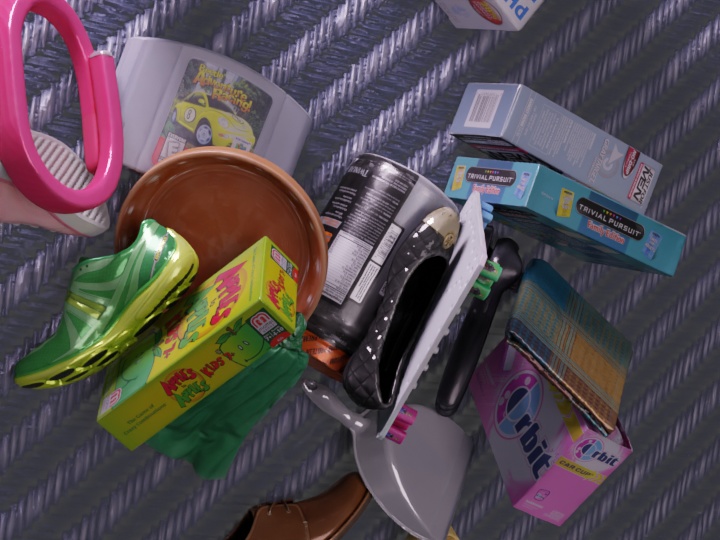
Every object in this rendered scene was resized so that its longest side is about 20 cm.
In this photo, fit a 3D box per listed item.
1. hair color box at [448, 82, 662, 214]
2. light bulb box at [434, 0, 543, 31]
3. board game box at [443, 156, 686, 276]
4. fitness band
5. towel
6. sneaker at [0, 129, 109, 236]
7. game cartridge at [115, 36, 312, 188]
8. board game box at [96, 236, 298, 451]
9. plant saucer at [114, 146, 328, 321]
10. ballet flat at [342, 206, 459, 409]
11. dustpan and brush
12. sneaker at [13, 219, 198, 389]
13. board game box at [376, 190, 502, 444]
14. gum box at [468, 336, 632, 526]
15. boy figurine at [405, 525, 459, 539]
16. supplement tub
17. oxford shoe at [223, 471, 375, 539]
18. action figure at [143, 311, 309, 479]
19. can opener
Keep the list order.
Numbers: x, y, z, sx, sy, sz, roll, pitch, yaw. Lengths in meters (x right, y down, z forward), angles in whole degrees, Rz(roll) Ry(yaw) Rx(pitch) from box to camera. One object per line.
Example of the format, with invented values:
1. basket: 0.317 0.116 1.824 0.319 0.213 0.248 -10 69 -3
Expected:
1. hair color box: 0.200 -0.124 1.770 0.199 0.099 0.061 25 84 -29
2. light bulb box: 0.123 -0.372 1.680 0.198 0.125 0.200 45 76 -27
3. board game box: 0.207 -0.056 1.753 0.199 0.151 0.047 23 85 -29
4. fitness band: -0.262 -0.147 1.491 0.143 0.037 0.202 12 66 -60
5. towel: 0.205 0.071 1.703 0.147 0.200 0.022 44 115 -5
6. sneaker: -0.313 -0.072 1.516 0.200 0.104 0.076 33 37 -53
7. game cartridge: -0.144 -0.134 1.616 0.199 0.041 0.134 23 82 -29
8. board game box: -0.145 0.065 1.545 0.199 0.102 0.048 -36 116 21
9. plant saucer: -0.126 -0.018 1.585 0.198 0.032 0.202 4 113 9
10. ballet flat: 0.047 0.037 1.593 0.066 0.057 0.201 29 84 -48
11. dustpan and brush: 0.021 0.167 1.726 0.200 0.057 0.140 47 44 -25
12. sneaker: -0.236 0.033 1.563 0.200 0.074 0.084 -41 76 1
13. board game box: 0.073 0.043 1.634 0.026 0.200 0.201 27 109 -8
14. gum box: 0.184 0.140 1.734 0.066 0.201 0.114 25 117 -30
15. boy figurine: 0.038 0.342 1.764 0.124 0.064 0.201 42 79 -24
16. supplement tub: 0.000 0.000 1.663 0.122 0.122 0.201 35 80 -28
17. oxford shoe: -0.070 0.249 1.689 0.199 0.071 0.072 -34 103 -22
18. action figure: -0.113 0.106 1.593 0.118 0.055 0.200 27 124 -32
19. can opener: 0.116 0.054 1.770 0.078 0.063 0.202 15 79 14
